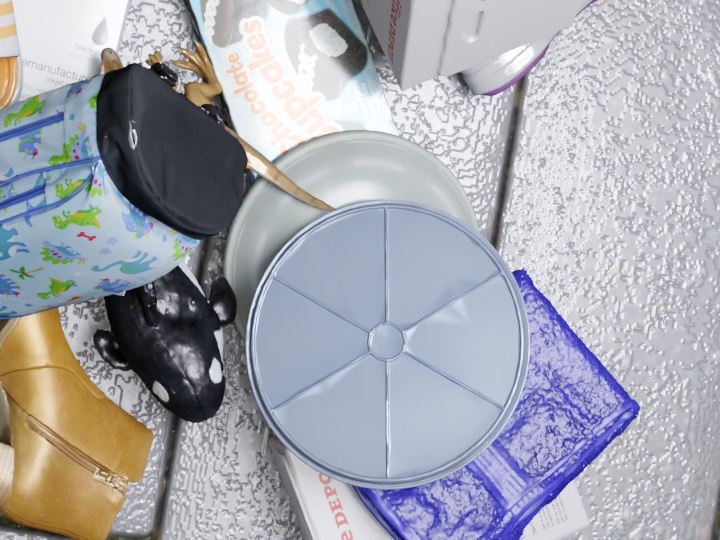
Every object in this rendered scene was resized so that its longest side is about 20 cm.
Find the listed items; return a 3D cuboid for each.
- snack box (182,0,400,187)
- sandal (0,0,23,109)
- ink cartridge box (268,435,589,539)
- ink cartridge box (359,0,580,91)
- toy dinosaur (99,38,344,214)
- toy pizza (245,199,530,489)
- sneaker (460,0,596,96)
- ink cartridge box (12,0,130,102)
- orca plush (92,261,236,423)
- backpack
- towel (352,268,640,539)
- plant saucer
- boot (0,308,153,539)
[{"bbox_3d":[-0.050,-0.147,1.518,0.115,0.037,0.202,-21,97,-10],"label":"snack box"},{"bbox_3d":[-0.275,-0.202,1.370,0.078,0.059,0.209,-10,94,-9],"label":"sandal"},{"bbox_3d":[0.048,0.156,1.528,0.198,0.084,0.146,-22,96,-11],"label":"ink cartridge box"},{"bbox_3d":[0.058,-0.260,1.447,0.143,0.147,0.201,-21,73,-9],"label":"ink cartridge box"},{"bbox_3d":[-0.110,-0.099,1.458,0.199,0.107,0.060,27,125,-26],"label":"toy dinosaur"},{"bbox_3d":[0.019,0.052,1.436,0.198,0.032,0.203,0,81,3],"label":"toy pizza"},{"bbox_3d":[0.133,-0.227,1.538,0.200,0.075,0.100,-46,102,-8],"label":"sneaker"},{"bbox_3d":[-0.232,-0.211,1.451,0.144,0.084,0.202,13,89,-12],"label":"ink cartridge box"},{"bbox_3d":[-0.140,0.005,1.456,0.104,0.071,0.202,-4,75,-6],"label":"orca plush"},{"bbox_3d":[-0.199,-0.049,1.377,0.198,0.163,0.155,1,71,25],"label":"backpack"},{"bbox_3d":[0.091,0.116,1.468,0.200,0.050,0.148,-44,99,-9],"label":"towel"},{"bbox_3d":[0.000,0.000,1.506,0.198,0.050,0.202,-4,106,-15],"label":"plant saucer"},{"bbox_3d":[-0.210,0.086,1.485,0.143,0.071,0.203,24,75,-27],"label":"boot"}]
